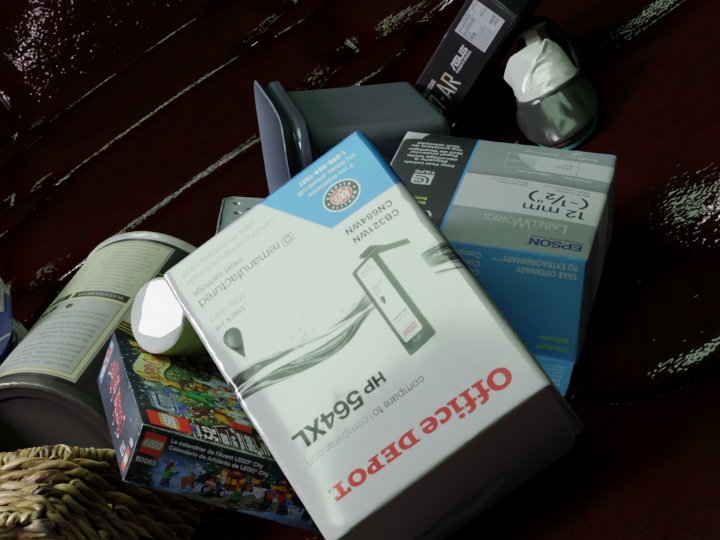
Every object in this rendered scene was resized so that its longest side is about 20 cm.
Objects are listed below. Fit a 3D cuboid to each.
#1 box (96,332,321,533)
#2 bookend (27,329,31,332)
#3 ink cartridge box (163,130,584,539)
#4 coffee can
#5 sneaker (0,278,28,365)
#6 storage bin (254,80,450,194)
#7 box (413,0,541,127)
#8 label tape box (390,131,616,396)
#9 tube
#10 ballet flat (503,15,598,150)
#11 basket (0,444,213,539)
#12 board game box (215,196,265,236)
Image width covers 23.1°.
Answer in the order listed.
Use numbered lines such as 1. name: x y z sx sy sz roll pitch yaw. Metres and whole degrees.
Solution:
1. box: -0.089 0.100 1.113 0.200 0.136 0.038 -134 63 -71
2. bookend: -0.274 0.125 1.442 0.199 0.092 0.200 -19 23 37
3. ink cartridge box: 0.006 0.046 0.980 0.146 0.084 0.200 -37 59 1
4. coffee can: -0.184 0.084 1.295 0.146 0.146 0.200 -23 22 33
5. sneaker: -0.288 0.047 1.346 0.081 0.115 0.199 -40 27 -10
6. storage bin: -0.002 -0.081 1.431 0.134 0.146 0.200 -10 18 -6
7. box: 0.110 -0.206 1.522 0.160 0.044 0.200 -52 -3 -39
8. label tape box: 0.075 -0.010 1.093 0.143 0.066 0.200 8 31 12
9. tube: -0.071 0.040 1.227 0.058 0.200 0.052 29 101 36
10. ballet flat: 0.148 -0.157 1.427 0.068 0.068 0.200 -29 20 13
11. basket: -0.225 0.176 1.148 0.200 0.143 0.149 -25 22 29
12. board game box: 0.000 0.000 1.192 0.200 0.026 0.200 4 21 -2
